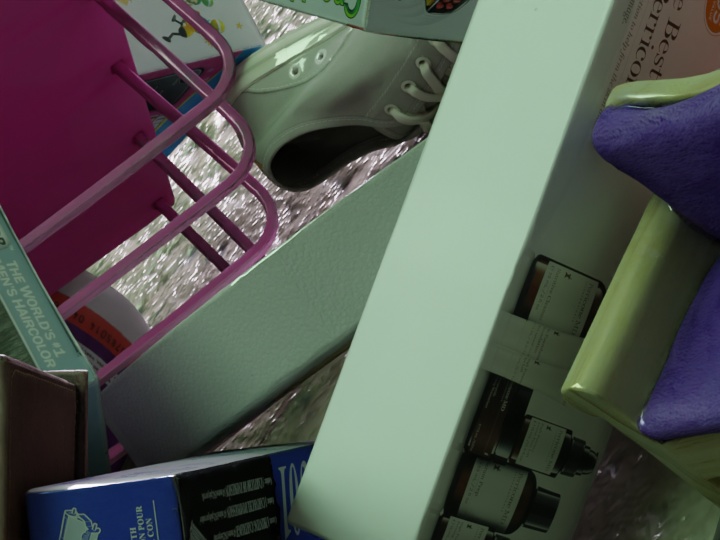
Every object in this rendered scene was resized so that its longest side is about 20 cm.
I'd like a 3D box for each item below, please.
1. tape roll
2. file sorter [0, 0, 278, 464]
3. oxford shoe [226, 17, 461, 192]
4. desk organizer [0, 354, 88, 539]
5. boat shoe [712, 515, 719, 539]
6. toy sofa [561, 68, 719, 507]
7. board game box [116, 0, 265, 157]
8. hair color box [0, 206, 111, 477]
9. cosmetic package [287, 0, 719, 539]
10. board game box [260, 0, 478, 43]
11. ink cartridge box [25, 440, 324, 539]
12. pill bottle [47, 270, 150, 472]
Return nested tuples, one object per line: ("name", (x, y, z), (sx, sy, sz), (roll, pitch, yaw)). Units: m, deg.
("tape roll", (0.000, 0.000, 0.995), (0.203, 0.037, 0.203), (-37, -3, -2))
("file sorter", (-0.110, -0.013, 1.090), (0.139, 0.200, 0.125), (-37, 59, -16))
("oxford shoe", (0.028, -0.089, 1.174), (0.200, 0.075, 0.058), (-31, 65, 32))
("desk organizer", (-0.116, 0.123, 0.782), (0.077, 0.072, 0.200), (41, -132, -79))
("boat shoe", (0.104, 0.057, 0.679), (0.067, 0.057, 0.200), (42, 120, 54))
("toy sofa", (0.134, -0.007, 0.760), (0.200, 0.098, 0.083), (-18, 40, 55))
("board game box", (-0.159, -0.063, 1.208), (0.200, 0.064, 0.148), (-19, -15, -36))
("hair color box", (-0.123, 0.065, 0.963), (0.061, 0.200, 0.099), (-23, 58, -16))
("cosmetic package", (0.053, -0.005, 0.874), (0.051, 0.083, 0.200), (19, 89, 35))
("board game box", (0.013, -0.105, 1.017), (0.200, 0.126, 0.035), (24, 108, 60))
("ink cartridge box", (-0.043, 0.101, 0.850), (0.044, 0.094, 0.200), (-7, -3, 10))
("pill bottle", (-0.165, 0.094, 1.215), (0.112, 0.112, 0.200), (-26, 34, 51))
